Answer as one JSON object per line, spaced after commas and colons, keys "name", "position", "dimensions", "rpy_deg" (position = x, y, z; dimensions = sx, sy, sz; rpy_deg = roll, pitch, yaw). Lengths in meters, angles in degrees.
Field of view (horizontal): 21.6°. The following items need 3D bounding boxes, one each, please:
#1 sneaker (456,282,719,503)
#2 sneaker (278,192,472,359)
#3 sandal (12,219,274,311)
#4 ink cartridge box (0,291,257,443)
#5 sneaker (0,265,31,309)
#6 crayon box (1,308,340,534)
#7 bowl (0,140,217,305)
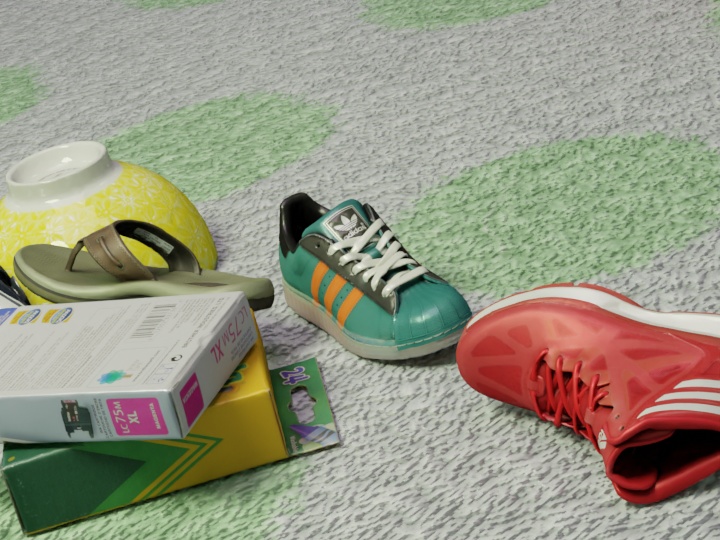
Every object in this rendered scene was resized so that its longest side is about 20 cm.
{"name": "sneaker", "position": [0.127, 0.067, 1.044], "dimensions": [0.198, 0.079, 0.116], "rpy_deg": [-1, 25, 31]}
{"name": "sneaker", "position": [0.000, 0.000, 1.260], "dimensions": [0.071, 0.081, 0.199], "rpy_deg": [-27, 26, -27]}
{"name": "sandal", "position": [-0.146, -0.006, 1.291], "dimensions": [0.199, 0.058, 0.080], "rpy_deg": [5, 15, 27]}
{"name": "ink cartridge box", "position": [-0.175, 0.060, 1.155], "dimensions": [0.198, 0.042, 0.119], "rpy_deg": [-2, 27, 22]}
{"name": "sneaker", "position": [-0.268, 0.027, 1.322], "dimensions": [0.199, 0.079, 0.079], "rpy_deg": [25, 30, 21]}
{"name": "crayon box", "position": [-0.121, 0.087, 1.179], "dimensions": [0.198, 0.052, 0.126], "rpy_deg": [-16, 23, -3]}
{"name": "bowl", "position": [-0.215, -0.033, 1.433], "dimensions": [0.198, 0.109, 0.200], "rpy_deg": [-12, 23, 5]}
